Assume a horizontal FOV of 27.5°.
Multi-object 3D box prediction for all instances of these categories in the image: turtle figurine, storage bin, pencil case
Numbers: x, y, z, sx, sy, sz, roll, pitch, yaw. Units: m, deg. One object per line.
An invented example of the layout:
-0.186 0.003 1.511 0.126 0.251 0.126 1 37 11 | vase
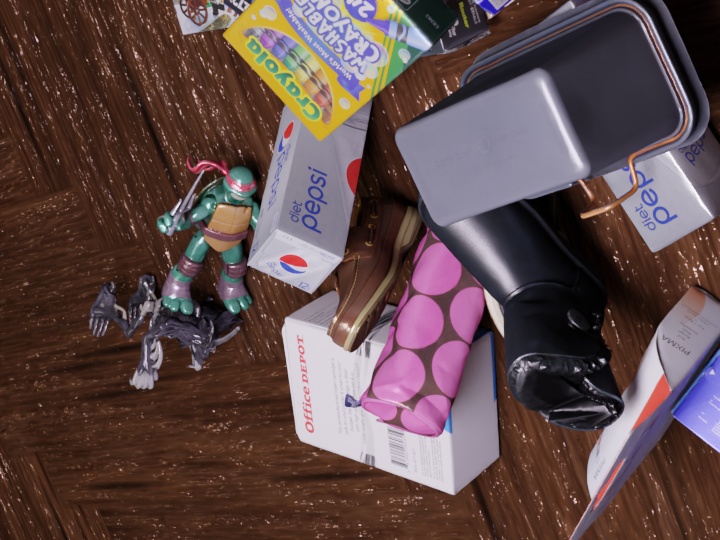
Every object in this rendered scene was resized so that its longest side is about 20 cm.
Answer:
-0.137 -0.039 1.514 0.149 0.101 0.200 13 134 -11 | turtle figurine
0.132 -0.099 1.082 0.200 0.134 0.146 -18 100 48 | storage bin
0.063 0.046 1.313 0.091 0.200 0.094 23 165 2 | pencil case

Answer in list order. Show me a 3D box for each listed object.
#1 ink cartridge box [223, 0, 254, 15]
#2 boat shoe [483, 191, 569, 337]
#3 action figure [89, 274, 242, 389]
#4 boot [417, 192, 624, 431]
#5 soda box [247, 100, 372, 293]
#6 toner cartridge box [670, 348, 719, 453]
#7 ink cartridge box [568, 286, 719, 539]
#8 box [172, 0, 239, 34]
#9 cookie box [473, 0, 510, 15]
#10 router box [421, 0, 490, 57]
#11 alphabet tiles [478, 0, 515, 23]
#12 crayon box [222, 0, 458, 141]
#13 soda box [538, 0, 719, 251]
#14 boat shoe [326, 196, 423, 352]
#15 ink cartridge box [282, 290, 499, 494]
-0.080 -0.264 1.286 0.095 0.037 0.200 39 145 32 | ink cartridge box
0.147 -0.021 1.276 0.065 0.072 0.201 8 115 41 | boat shoe
-0.209 0.071 1.631 0.200 0.119 0.102 20 116 45 | action figure
0.128 0.023 1.168 0.200 0.168 0.076 38 119 -20 | boot
-0.043 -0.082 1.325 0.068 0.200 0.063 24 139 -17 | soda box
0.355 0.139 1.162 0.200 0.043 0.095 40 98 20 | toner cartridge box
0.217 0.122 1.196 0.050 0.200 0.162 36 133 19 | ink cartridge box
-0.109 -0.301 1.377 0.200 0.038 0.137 -1 112 43 | box
0.093 -0.323 1.092 0.171 0.075 0.200 -40 82 11 | cookie box
0.011 -0.275 1.245 0.150 0.062 0.200 -2 114 49 | router box
0.067 -0.302 1.226 0.200 0.015 0.196 59 144 0 | alphabet tiles
-0.028 -0.194 1.222 0.126 0.052 0.200 47 139 -7 | crayon box
0.212 -0.121 1.152 0.068 0.063 0.200 -34 88 47 | soda box
0.000 -0.001 1.323 0.067 0.200 0.072 25 128 0 | boat shoe
0.030 0.115 1.450 0.200 0.084 0.146 15 122 37 | ink cartridge box
